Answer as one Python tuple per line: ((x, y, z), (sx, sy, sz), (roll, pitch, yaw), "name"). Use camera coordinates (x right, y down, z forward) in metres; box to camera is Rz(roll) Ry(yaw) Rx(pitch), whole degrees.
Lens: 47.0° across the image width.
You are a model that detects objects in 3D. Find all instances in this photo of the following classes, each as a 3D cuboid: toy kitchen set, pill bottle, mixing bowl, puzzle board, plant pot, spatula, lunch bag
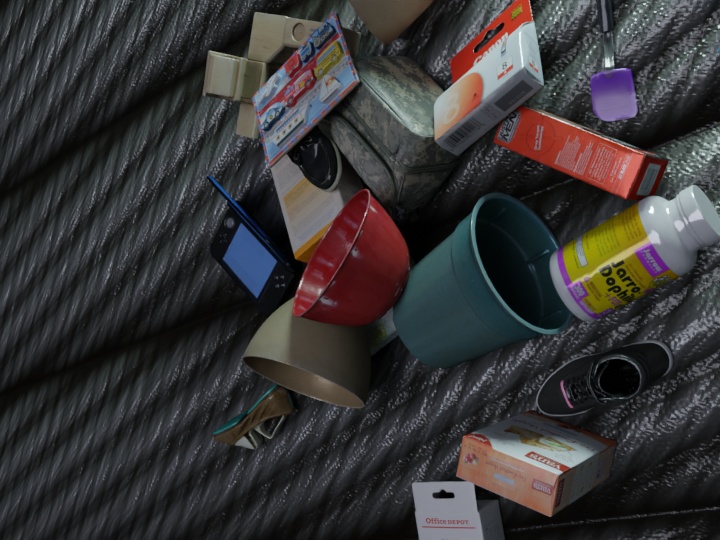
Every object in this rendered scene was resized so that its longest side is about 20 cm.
((-0.133, -0.307, 1.340), (0.179, 0.162, 0.203), (19, 104, 35), "toy kitchen set")
((0.342, -0.023, 1.030), (0.199, 0.104, 0.105), (-34, 72, 34), "pill bottle")
((0.000, 0.000, 1.160), (0.107, 0.201, 0.201), (30, 118, -15), "mixing bowl")
((-0.089, -0.271, 1.239), (0.199, 0.017, 0.152), (-39, 50, 30), "puzzle board")
((-0.064, 0.109, 1.263), (0.198, 0.200, 0.136), (6, 66, 37), "plant pot")
((0.155, 0.032, 1.133), (0.195, 0.199, 0.203), (-36, 71, 41), "plant pot")
((0.070, -0.460, 1.185), (0.198, 0.187, 0.189), (-30, 74, 20), "plant pot")
((0.322, -0.297, 1.081), (0.056, 0.020, 0.204), (-7, 86, 25), "spatula")
((0.049, -0.194, 1.232), (0.201, 0.138, 0.169), (51, 137, 25), "lunch bag")

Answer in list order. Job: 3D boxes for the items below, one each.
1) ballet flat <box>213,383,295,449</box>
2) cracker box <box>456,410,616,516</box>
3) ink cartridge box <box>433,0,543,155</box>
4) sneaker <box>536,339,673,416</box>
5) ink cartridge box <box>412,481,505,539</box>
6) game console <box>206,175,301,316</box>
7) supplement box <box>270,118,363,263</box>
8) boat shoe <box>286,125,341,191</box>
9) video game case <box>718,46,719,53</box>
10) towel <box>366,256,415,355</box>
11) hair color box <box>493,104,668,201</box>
((-0.187, 0.275, 1.485), (0.199, 0.068, 0.073), (-39, 89, 28), "ballet flat")
((0.230, 0.242, 1.070), (0.133, 0.199, 0.059), (16, 102, 35), "cracker box")
((0.166, -0.277, 1.118), (0.162, 0.050, 0.202), (-37, 41, 39), "ink cartridge box")
((0.298, 0.146, 1.077), (0.199, 0.099, 0.072), (-30, 77, 36), "sneaker")
((0.151, 0.405, 1.221), (0.115, 0.067, 0.203), (-11, 86, 37), "ink cartridge box")
((-0.209, -0.039, 1.442), (0.200, 0.118, 0.172), (45, 117, 27), "game console")
((-0.064, -0.126, 1.328), (0.126, 0.073, 0.202), (-36, 57, 33), "supplement box")
((-0.092, -0.201, 1.274), (0.074, 0.066, 0.201), (-44, 52, 29), "boat shoe")
((0.521, -0.309, 0.932), (0.143, 0.018, 0.202), (39, 115, 30), "video game case")
((0.011, 0.033, 1.322), (0.200, 0.048, 0.173), (-41, 68, 32), "towel")
((0.283, -0.154, 1.071), (0.199, 0.101, 0.062), (29, 109, 32), "hair color box")
